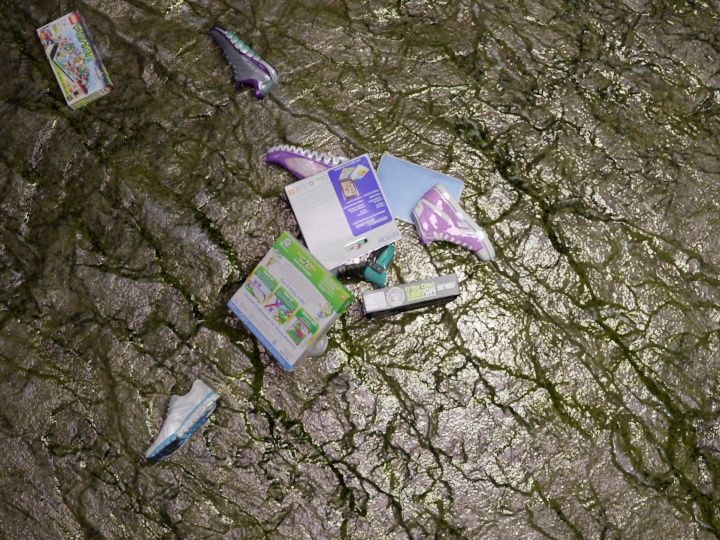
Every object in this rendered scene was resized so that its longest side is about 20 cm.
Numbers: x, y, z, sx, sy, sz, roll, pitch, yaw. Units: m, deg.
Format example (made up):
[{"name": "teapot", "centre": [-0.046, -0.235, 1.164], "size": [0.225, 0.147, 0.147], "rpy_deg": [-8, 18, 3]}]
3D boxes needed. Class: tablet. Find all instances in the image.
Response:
[{"name": "tablet", "centre": [0.120, -0.169, 1.473], "size": [0.196, 0.014, 0.133], "rpy_deg": [20, 84, 4]}]

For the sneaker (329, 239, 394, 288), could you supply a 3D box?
[{"name": "sneaker", "centre": [0.000, 0.000, 1.419], "size": [0.199, 0.084, 0.121], "rpy_deg": [-41, 77, -14]}]

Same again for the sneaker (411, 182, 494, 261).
[{"name": "sneaker", "centre": [0.190, -0.074, 1.422], "size": [0.114, 0.073, 0.201], "rpy_deg": [-43, 88, -7]}]

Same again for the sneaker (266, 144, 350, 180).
[{"name": "sneaker", "centre": [-0.116, -0.219, 1.462], "size": [0.196, 0.080, 0.091], "rpy_deg": [12, 91, 3]}]

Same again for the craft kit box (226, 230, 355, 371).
[{"name": "craft kit box", "centre": [-0.143, 0.061, 1.339], "size": [0.200, 0.048, 0.198], "rpy_deg": [43, 101, 18]}]

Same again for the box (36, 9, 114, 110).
[{"name": "box", "centre": [-0.662, -0.490, 1.542], "size": [0.108, 0.035, 0.203], "rpy_deg": [-26, 82, -1]}]

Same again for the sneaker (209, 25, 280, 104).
[{"name": "sneaker", "centre": [-0.278, -0.468, 1.502], "size": [0.199, 0.074, 0.088], "rpy_deg": [39, 91, 6]}]

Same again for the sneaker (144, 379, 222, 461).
[{"name": "sneaker", "centre": [-0.391, 0.318, 1.420], "size": [0.087, 0.075, 0.200], "rpy_deg": [42, 82, 17]}]

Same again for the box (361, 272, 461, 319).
[{"name": "box", "centre": [0.103, 0.056, 1.373], "size": [0.195, 0.160, 0.045], "rpy_deg": [-12, 81, 1]}]

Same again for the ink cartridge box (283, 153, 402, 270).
[{"name": "ink cartridge box", "centre": [-0.037, -0.117, 1.394], "size": [0.195, 0.043, 0.203], "rpy_deg": [-22, 80, -6]}]

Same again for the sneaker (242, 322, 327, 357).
[{"name": "sneaker", "centre": [-0.167, 0.136, 1.415], "size": [0.196, 0.082, 0.076], "rpy_deg": [16, 85, 5]}]
